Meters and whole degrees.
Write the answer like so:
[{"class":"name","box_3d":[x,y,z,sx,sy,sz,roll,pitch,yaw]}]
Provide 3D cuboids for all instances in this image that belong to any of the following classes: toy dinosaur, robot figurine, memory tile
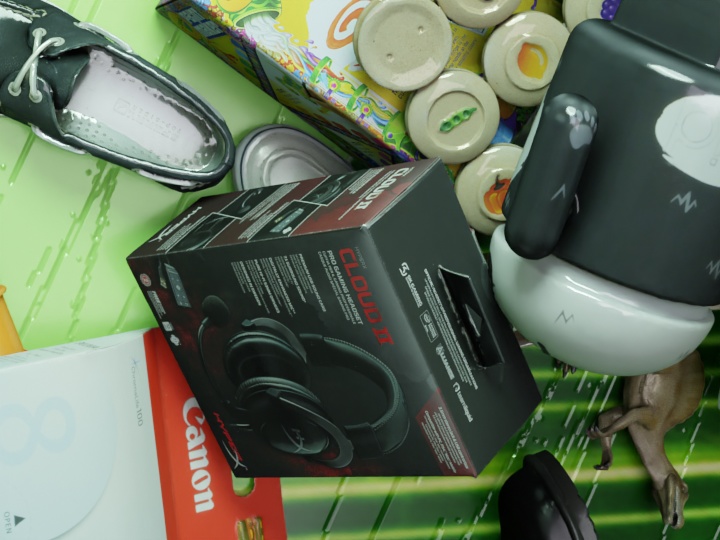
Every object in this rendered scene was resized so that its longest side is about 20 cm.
[{"class":"toy dinosaur","box_3d":[0.178,0.055,1.048,0.101,0.058,0.202,7,93,-31]},{"class":"robot figurine","box_3d":[0.138,-0.048,0.834,0.149,0.125,0.201,17,106,-14]},{"class":"memory tile","box_3d":[0.108,-0.122,0.875,0.199,0.017,0.154,-34,112,2]}]

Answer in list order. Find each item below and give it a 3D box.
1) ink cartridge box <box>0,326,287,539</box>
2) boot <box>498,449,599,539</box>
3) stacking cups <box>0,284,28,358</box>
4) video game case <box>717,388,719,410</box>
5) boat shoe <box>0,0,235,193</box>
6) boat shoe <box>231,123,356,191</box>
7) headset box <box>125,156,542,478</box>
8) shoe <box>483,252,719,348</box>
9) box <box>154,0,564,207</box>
[{"class":"ink cartridge box","box_3d":[-0.125,0.116,0.938,0.199,0.047,0.161,-11,99,-30]},{"class":"boot","box_3d":[0.071,0.225,1.009,0.157,0.079,0.213,-12,98,-14]},{"class":"stacking cups","box_3d":[-0.223,-0.002,0.930,0.060,0.060,0.201,-25,105,-12]},{"class":"video game case","box_3d":[0.318,0.048,1.050,0.199,0.023,0.183,28,58,-16]},{"class":"boat shoe","box_3d":[-0.158,-0.105,0.933,0.199,0.060,0.076,21,89,-15]},{"class":"boat shoe","box_3d":[0.000,0.000,0.978,0.071,0.070,0.201,-36,103,-10]},{"class":"headset box","box_3d":[-0.008,0.030,0.900,0.077,0.199,0.150,-42,117,-41]},{"class":"shoe","box_3d":[0.147,0.017,0.975,0.198,0.070,0.054,-5,63,3]},{"class":"box","box_3d":[0.025,-0.173,0.944,0.192,0.122,0.201,36,85,-15]}]
